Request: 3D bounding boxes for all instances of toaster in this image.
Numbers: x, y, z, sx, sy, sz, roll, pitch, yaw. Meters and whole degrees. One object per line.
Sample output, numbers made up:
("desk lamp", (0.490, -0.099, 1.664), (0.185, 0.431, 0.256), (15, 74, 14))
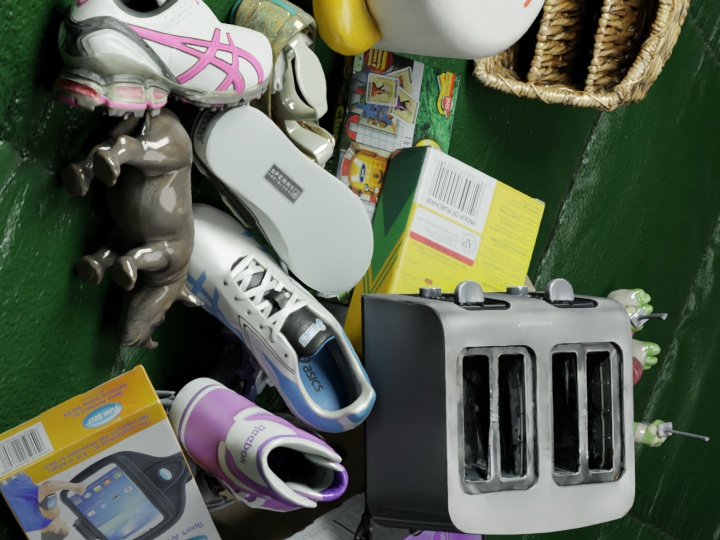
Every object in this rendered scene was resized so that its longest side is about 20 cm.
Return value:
("toaster", (0.095, 0.107, 1.460), (0.180, 0.118, 0.202), (0, 88, -32))

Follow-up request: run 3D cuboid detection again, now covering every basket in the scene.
("basket", (0.201, -0.243, 1.748), (0.149, 0.142, 0.201), (-9, 114, -61))

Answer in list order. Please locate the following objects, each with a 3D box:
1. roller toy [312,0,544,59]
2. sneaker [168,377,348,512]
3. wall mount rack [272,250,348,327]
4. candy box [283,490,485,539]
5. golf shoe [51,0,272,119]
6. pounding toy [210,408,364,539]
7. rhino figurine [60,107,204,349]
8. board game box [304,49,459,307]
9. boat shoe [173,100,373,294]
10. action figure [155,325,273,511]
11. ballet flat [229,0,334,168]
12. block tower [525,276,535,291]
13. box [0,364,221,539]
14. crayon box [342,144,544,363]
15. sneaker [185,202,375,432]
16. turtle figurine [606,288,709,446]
("roller toy", (0.047, -0.247, 1.460), (0.182, 0.139, 0.201), (6, 93, -55))
("sneaker", (-0.046, 0.146, 1.425), (0.200, 0.114, 0.073), (32, 82, -59))
("wall mount rack", (0.000, 0.000, 1.597), (0.200, 0.074, 0.174), (-48, 113, -27))
("candy box", (0.006, 0.262, 1.540), (0.199, 0.071, 0.169), (-29, 130, -35))
("golf shoe", (-0.116, -0.150, 1.290), (0.200, 0.072, 0.093), (-14, 117, -59))
("pounding toy", (-0.007, 0.194, 1.635), (0.200, 0.142, 0.185), (-50, 147, -35))
("rhino figurine", (-0.143, -0.022, 1.336), (0.087, 0.060, 0.201), (-42, 144, -37))
("board game box", (0.018, -0.068, 1.557), (0.104, 0.023, 0.201), (13, 82, -37))
("boat shoe", (-0.059, -0.059, 1.417), (0.071, 0.064, 0.200), (-47, 132, -8))
("action figure", (-0.115, 0.109, 1.464), (0.200, 0.069, 0.130), (-54, 153, -25))
("ballet flat", (-0.050, -0.110, 1.446), (0.071, 0.070, 0.201), (-49, 146, -37))
("block tower", (0.083, 0.087, 1.703), (0.058, 0.054, 0.201), (-107, -144, -67))
("box", (-0.169, 0.161, 1.363), (0.119, 0.042, 0.201), (-27, 138, -8))
("crayon box", (0.059, 0.020, 1.542), (0.127, 0.051, 0.201), (25, 75, -34))
("sneaker", (-0.059, 0.029, 1.412), (0.200, 0.072, 0.072), (50, 58, -9))
("turtle figurine", (0.302, 0.104, 2.128), (0.200, 0.144, 0.194), (-38, -168, 30))
